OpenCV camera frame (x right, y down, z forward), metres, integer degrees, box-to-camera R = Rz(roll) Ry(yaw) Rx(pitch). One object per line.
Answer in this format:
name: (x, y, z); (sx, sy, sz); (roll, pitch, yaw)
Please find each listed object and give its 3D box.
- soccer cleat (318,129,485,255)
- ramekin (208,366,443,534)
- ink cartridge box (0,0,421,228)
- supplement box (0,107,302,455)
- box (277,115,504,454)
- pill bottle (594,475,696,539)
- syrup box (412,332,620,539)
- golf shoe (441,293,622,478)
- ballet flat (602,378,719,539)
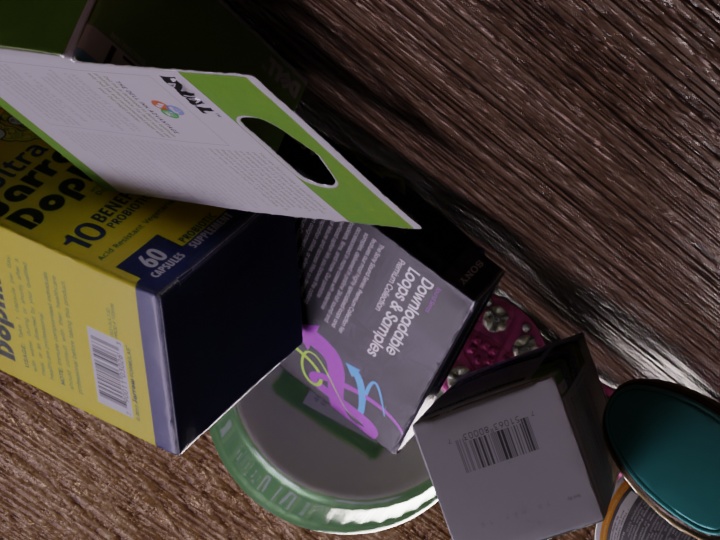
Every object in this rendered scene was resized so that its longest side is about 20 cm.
soccer cleat: (-0.013, -0.047, 1.198); (0.200, 0.065, 0.084); (39, 147, 8)
ramekin: (-0.006, 0.075, 1.502); (0.200, 0.200, 0.098); (35, 168, 1)
ink cartridge box: (-0.073, -0.090, 1.006); (0.199, 0.076, 0.148); (9, 159, 37)
supplement box: (-0.142, -0.009, 1.157); (0.199, 0.109, 0.110); (22, 135, 28)
box: (-0.031, -0.009, 1.171); (0.200, 0.036, 0.143); (39, 140, 11)
pill bottle: (0.226, 0.178, 1.300); (0.116, 0.117, 0.200); (37, 176, -20)
syrup box: (0.089, 0.091, 1.194); (0.200, 0.078, 0.082); (-29, -80, -79)
golf shoe: (0.095, 0.067, 1.429); (0.200, 0.075, 0.091); (39, 178, -28)
ballet flat: (0.212, 0.122, 1.151); (0.200, 0.069, 0.063); (35, -169, 31)
